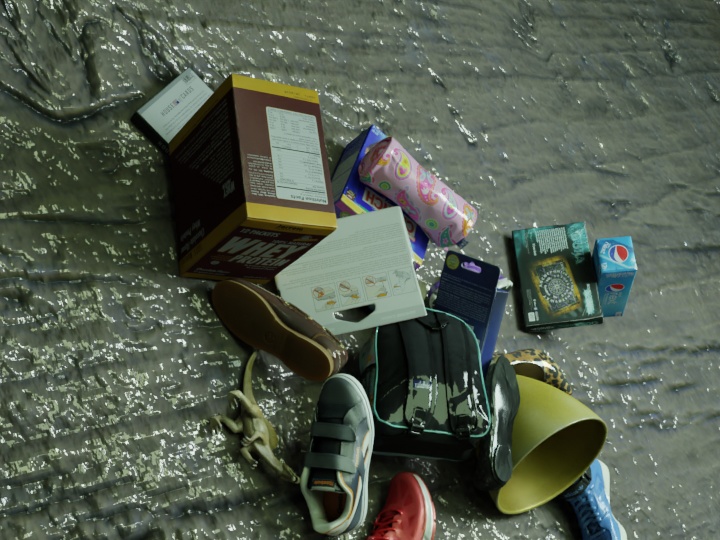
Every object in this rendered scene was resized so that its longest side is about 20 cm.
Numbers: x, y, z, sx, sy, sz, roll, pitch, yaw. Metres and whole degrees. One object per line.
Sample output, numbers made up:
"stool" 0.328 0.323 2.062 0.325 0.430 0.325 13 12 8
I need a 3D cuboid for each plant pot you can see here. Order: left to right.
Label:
"plant pot" 0.243 0.241 1.615 0.199 0.201 0.142 3 37 -43

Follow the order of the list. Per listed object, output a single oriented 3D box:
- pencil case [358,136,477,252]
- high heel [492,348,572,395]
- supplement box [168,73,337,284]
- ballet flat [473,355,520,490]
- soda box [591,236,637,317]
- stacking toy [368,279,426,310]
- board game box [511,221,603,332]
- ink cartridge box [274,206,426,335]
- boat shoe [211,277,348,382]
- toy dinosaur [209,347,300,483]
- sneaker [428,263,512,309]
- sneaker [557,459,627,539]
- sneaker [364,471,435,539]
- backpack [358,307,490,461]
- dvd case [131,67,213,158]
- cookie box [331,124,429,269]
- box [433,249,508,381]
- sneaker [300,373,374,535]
"pencil case" 0.088 -0.116 1.665 0.200 0.087 0.088 40 42 -18
"high heel" 0.241 0.175 1.720 0.199 0.072 0.143 32 36 0
"supplement box" -0.148 -0.114 1.437 0.132 0.197 0.202 6 65 -34
"ballet flat" 0.184 0.208 1.514 0.066 0.057 0.201 32 52 -30
"soda box" 0.445 0.015 1.944 0.064 0.200 0.068 -5 64 2
"stacking toy" 0.000 0.000 1.618 0.199 0.085 0.086 36 43 -14
"board game box" 0.344 0.010 1.911 0.028 0.134 0.201 74 11 -56
"ink cartridge box" -0.020 0.011 1.527 0.198 0.044 0.175 -12 67 -4
"boat shoe" -0.106 0.076 1.445 0.200 0.071 0.070 38 27 11
"toy dinosaur" -0.141 0.188 1.378 0.101 0.058 0.201 24 37 -53
"sneaker" 0.165 0.028 1.775 0.084 0.081 0.199 49 30 22
"sneaker" 0.346 0.365 1.684 0.111 0.077 0.201 33 39 -31
"sneaker" 0.031 0.343 1.402 0.115 0.078 0.201 25 46 -31
"backpack" 0.081 0.158 1.504 0.174 0.154 0.201 6 60 -12
"dvd case" -0.219 -0.187 1.579 0.200 0.025 0.151 45 41 -9
"cookie box" 0.035 -0.106 1.726 0.171 0.075 0.201 39 43 -18
"box" 0.151 0.080 1.591 0.032 0.121 0.202 6 100 -39
"sneaker" -0.030 0.233 1.366 0.079 0.078 0.202 -2 89 -62
